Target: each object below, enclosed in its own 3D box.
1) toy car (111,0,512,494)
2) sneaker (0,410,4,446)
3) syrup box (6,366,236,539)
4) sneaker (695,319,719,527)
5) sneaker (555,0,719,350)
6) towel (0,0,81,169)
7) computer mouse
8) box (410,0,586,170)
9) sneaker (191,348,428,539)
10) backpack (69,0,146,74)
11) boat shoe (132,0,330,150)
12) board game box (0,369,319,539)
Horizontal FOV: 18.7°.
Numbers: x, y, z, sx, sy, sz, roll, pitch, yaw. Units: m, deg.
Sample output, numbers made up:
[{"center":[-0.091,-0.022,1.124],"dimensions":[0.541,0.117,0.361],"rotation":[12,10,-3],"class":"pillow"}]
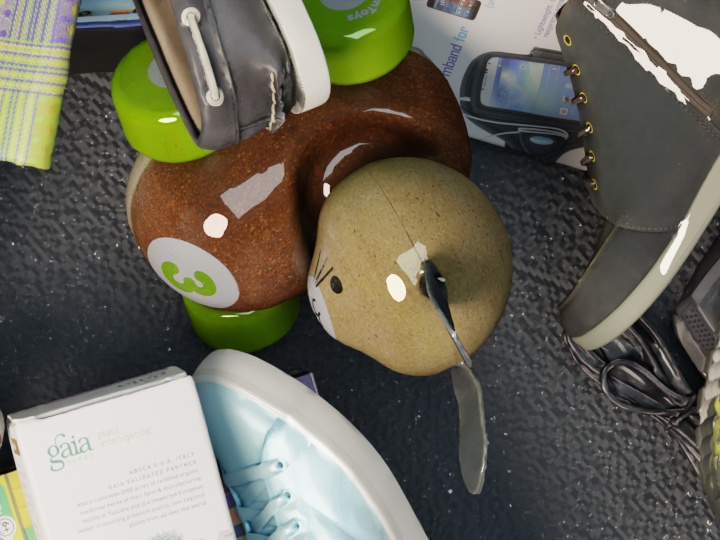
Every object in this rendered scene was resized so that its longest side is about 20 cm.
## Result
[{"center":[0.000,0.000,0.931],"dimensions":[0.157,0.165,0.201],"rotation":[-25,51,-9],"class":"toy car"},{"center":[-0.203,0.139,0.945],"dimensions":[0.088,0.081,0.201],"rotation":[40,109,31],"class":"sneaker"},{"center":[-0.089,0.148,0.939],"dimensions":[0.078,0.081,0.202],"rotation":[-15,89,-12],"class":"syrup box"},{"center":[0.209,0.028,1.003],"dimensions":[0.084,0.074,0.202],"rotation":[13,90,0],"class":"sneaker"},{"center":[0.118,-0.062,0.980],"dimensions":[0.106,0.075,0.201],"rotation":[32,124,4],"class":"sneaker"},{"center":[-0.158,-0.147,0.855],"dimensions":[0.142,0.023,0.202],"rotation":[10,88,23],"class":"towel"},{"center":[0.204,0.004,1.067],"dimensions":[0.138,0.053,0.200],"rotation":[41,90,1],"class":"computer mouse"},{"center":[0.086,-0.110,1.020],"dimensions":[0.198,0.119,0.042],"rotation":[17,45,-7],"class":"box"},{"center":[-0.019,0.129,0.945],"dimensions":[0.082,0.074,0.201],"rotation":[-41,95,-36],"class":"sneaker"},{"center":[-0.139,-0.193,0.969],"dimensions":[0.181,0.134,0.202],"rotation":[-5,80,-28],"class":"backpack"},{"center":[-0.083,-0.142,0.870],"dimensions":[0.060,0.074,0.201],"rotation":[-27,89,-18],"class":"boat shoe"},{"center":[-0.071,0.166,1.010],"dimensions":[0.164,0.057,0.202],"rotation":[-18,90,-8],"class":"board game box"}]
